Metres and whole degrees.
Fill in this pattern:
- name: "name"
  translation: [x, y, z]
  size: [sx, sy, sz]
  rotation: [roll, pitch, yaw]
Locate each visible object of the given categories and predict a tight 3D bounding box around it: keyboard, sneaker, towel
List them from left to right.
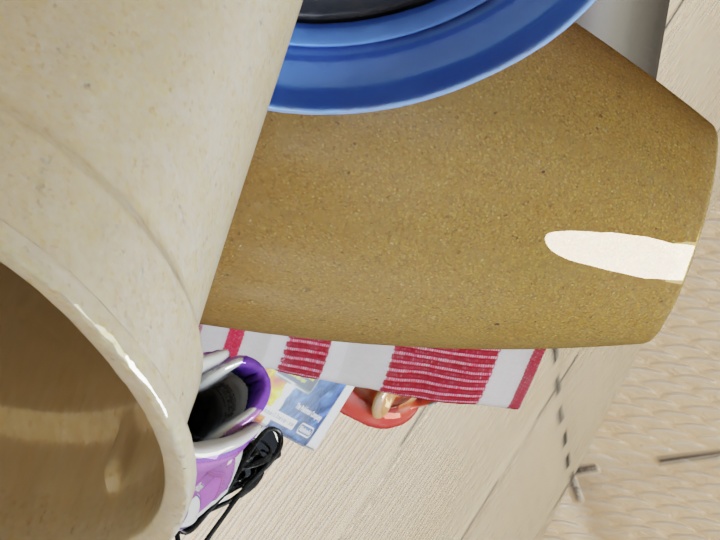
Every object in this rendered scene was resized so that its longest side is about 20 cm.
- name: "keyboard"
  translation: [-0.100, 0.133, 1.390]
  size: [0.104, 0.040, 0.200]
  rotation: [-39, 173, 31]
- name: "sneaker"
  translation: [-0.074, 0.075, 1.264]
  size: [0.114, 0.073, 0.200]
  rotation: [-28, 177, 21]
- name: "towel"
  translation: [0.000, 0.000, 1.254]
  size: [0.023, 0.199, 0.144]
  rotation: [-94, -160, -48]

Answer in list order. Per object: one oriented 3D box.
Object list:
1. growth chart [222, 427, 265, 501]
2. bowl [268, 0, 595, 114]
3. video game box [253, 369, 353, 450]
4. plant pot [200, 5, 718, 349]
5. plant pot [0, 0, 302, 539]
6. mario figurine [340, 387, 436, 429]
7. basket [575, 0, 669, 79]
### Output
- name: "growth chart"
  translation: [-0.077, 0.098, 1.588]
  size: [0.200, 0.018, 0.145]
  rotation: [-37, 155, -57]
- name: "bowl"
  translation: [0.001, -0.139, 0.930]
  size: [0.039, 0.200, 0.201]
  rotation: [-104, -155, -42]
- name: "video game box"
  translation: [-0.017, -0.001, 1.470]
  size: [0.183, 0.047, 0.200]
  rotation: [-61, 163, -2]
- name: "plant pot"
  translation: [0.034, -0.044, 1.095]
  size: [0.186, 0.199, 0.187]
  rotation: [-163, -90, -86]
- name: "plant pot"
  translation: [-0.102, -0.052, 0.722]
  size: [0.201, 0.200, 0.184]
  rotation: [102, 11, -59]
- name: "mario figurine"
  translation: [0.041, 0.026, 1.679]
  size: [0.124, 0.106, 0.200]
  rotation: [-55, 169, -31]
- name: "basket"
  translation: [0.074, -0.135, 1.263]
  size: [0.136, 0.180, 0.200]
  rotation: [-26, 145, -37]
